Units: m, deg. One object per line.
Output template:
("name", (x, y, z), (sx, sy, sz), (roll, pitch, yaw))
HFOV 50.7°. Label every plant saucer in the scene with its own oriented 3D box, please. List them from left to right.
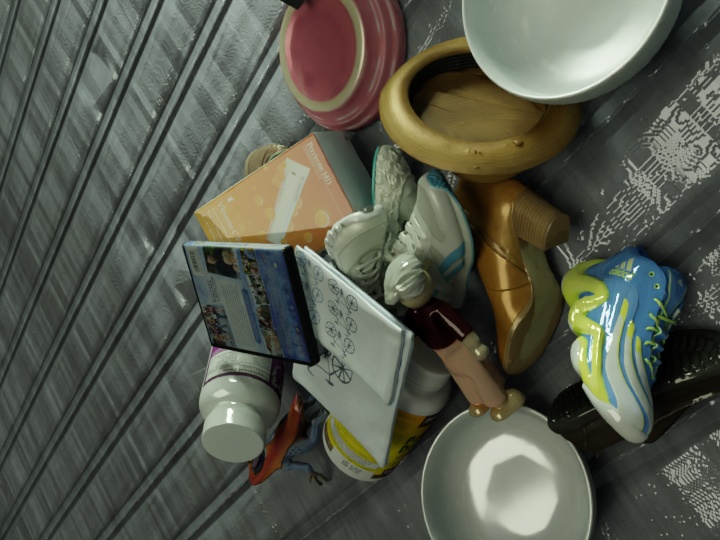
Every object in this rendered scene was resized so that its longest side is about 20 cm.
("plant saucer", (-0.033, -0.272, 0.930), (0.199, 0.051, 0.203), (13, 109, 41))

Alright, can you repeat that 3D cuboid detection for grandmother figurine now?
("grandmother figurine", (0.088, 0.067, 0.791), (0.121, 0.061, 0.201), (-10, 121, 50))

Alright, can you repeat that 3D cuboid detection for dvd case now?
("dvd case", (-0.135, 0.036, 0.913), (0.198, 0.017, 0.144), (4, 114, 43))

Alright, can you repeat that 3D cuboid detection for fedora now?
("fedora", (0.118, -0.149, 0.761), (0.200, 0.200, 0.082), (40, 160, 30))

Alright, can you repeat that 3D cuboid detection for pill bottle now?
("pill bottle", (-0.161, 0.157, 1.049), (0.113, 0.111, 0.201), (-55, 21, 37))
("pill bottle", (0.038, 0.159, 0.923), (0.109, 0.109, 0.201), (49, 130, 24))

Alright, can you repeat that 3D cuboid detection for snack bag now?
("snack bag", (-0.022, 0.097, 0.856), (0.188, 0.021, 0.202), (38, 133, 35))

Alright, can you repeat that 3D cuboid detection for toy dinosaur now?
("toy dinosaur", (-0.113, 0.235, 1.071), (0.181, 0.200, 0.105), (-40, 51, 9))

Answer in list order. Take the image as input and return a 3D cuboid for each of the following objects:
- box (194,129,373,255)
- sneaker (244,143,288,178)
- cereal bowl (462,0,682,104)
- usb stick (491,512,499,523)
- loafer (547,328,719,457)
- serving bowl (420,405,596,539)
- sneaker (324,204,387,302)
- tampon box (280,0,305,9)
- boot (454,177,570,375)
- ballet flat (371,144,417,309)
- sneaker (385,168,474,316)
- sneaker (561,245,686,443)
("box", (-0.085, -0.069, 0.946), (0.199, 0.097, 0.125), (-29, 89, 25))
("sneaker", (-0.111, -0.072, 1.037), (0.075, 0.070, 0.203), (-13, 90, 51))
("cereal bowl", (0.194, -0.246, 0.677), (0.198, 0.083, 0.203), (0, 90, 39))
("usb stick", (0.132, 0.352, 0.932), (0.056, 0.032, 0.201), (52, 130, 23))
("loafer", (0.274, 0.120, 0.722), (0.071, 0.073, 0.199), (44, 134, -12))
("serving bowl", (0.167, 0.246, 0.830), (0.198, 0.066, 0.203), (-9, 75, 35))
("sneaker", (0.000, 0.000, 0.858), (0.082, 0.074, 0.201), (58, 156, 22))
("tampon box", (-0.067, -0.429, 0.837), (0.199, 0.125, 0.152), (-33, 50, 44))
("boot", (0.147, -0.005, 0.818), (0.144, 0.070, 0.203), (38, 131, 46))
("ballet flat", (0.052, -0.049, 0.898), (0.071, 0.071, 0.203), (18, 118, 40))
("sneaker", (0.071, -0.019, 0.809), (0.201, 0.080, 0.077), (84, 168, -48))
("sneaker", (0.241, 0.049, 0.671), (0.105, 0.075, 0.201), (-39, 34, 29))
